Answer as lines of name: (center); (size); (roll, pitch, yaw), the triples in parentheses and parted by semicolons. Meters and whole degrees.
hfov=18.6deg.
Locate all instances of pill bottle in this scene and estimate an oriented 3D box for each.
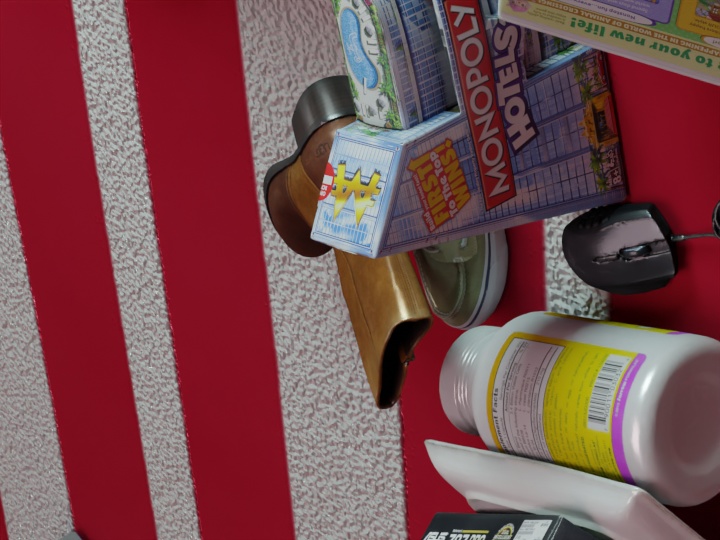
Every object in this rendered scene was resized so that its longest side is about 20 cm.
pill bottle: (0.141, 0.082, 1.375); (0.200, 0.104, 0.105); (9, 121, 51)

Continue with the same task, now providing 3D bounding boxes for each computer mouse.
computer mouse: (0.187, -0.014, 1.306); (0.200, 0.034, 0.059); (-7, 108, 54)

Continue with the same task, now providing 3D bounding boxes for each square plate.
square plate: (0.159, 0.179, 1.400); (0.198, 0.029, 0.200); (41, 160, -34)

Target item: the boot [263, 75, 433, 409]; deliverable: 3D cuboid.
boot: (0.000, 0.000, 1.473); (0.188, 0.068, 0.201); (118, 140, -54)

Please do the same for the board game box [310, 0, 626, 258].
board game box: (0.053, -0.098, 1.272); (0.062, 0.199, 0.201); (16, 127, 48)

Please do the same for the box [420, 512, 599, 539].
box: (0.138, 0.214, 1.404); (0.161, 0.049, 0.200); (35, 163, -13)

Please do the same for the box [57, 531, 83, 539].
box: (-0.280, 0.395, 2.172); (0.184, 0.105, 0.200); (46, 143, 21)

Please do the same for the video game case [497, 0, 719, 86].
video game case: (0.173, -0.166, 1.115); (0.199, 0.022, 0.182); (18, 147, 10)

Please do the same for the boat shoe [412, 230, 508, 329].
boat shoe: (0.051, -0.044, 1.440); (0.072, 0.062, 0.201); (27, 134, 40)
